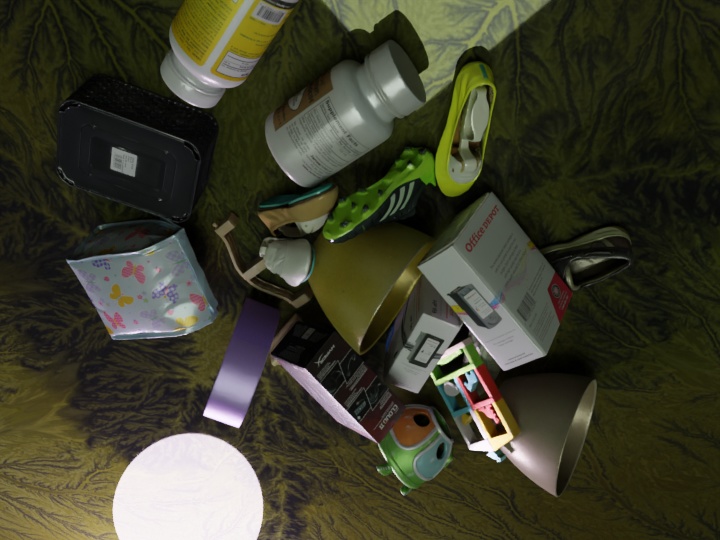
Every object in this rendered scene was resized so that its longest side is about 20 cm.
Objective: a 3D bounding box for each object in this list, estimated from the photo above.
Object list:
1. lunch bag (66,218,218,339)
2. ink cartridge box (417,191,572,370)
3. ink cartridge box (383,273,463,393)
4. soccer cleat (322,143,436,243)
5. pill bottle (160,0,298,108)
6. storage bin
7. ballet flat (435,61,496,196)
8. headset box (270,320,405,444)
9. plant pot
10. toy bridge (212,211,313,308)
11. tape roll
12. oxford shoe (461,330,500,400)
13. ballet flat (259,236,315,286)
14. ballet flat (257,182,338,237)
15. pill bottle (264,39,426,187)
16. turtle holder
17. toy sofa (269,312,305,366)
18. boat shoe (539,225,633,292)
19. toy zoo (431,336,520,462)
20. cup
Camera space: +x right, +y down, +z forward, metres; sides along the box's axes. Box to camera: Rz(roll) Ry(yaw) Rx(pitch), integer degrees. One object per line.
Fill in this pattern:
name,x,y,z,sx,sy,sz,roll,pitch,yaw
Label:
lunch bag,-0.333,0.012,1.084,0.196,0.128,0.172,-4,125,24
ink cartridge box,0.195,0.014,0.958,0.201,0.148,0.085,48,138,-6
ink cartridge box,0.105,0.082,1.076,0.067,0.117,0.202,20,126,-9
soccer cleat,0.034,-0.091,0.931,0.199,0.067,0.082,-41,133,-18
pill bottle,-0.164,-0.303,0.829,0.112,0.113,0.200,34,124,-18
storage bin,-0.316,-0.173,0.962,0.196,0.095,0.137,18,128,-7
ballet flat,0.143,-0.174,0.904,0.065,0.068,0.203,-4,128,-13
headset box,-0.031,0.180,1.071,0.201,0.077,0.148,50,161,-22
plant pot,0.000,0.000,1.002,0.141,0.200,0.202,34,128,12
toy bridge,-0.167,-0.009,1.103,0.067,0.027,0.200,-31,116,29
tape roll,-0.195,0.151,1.117,0.065,0.202,0.202,21,127,-9
oxford shoe,0.203,0.152,1.156,0.058,0.074,0.202,42,147,32
ballet flat,-0.115,-0.020,0.992,0.068,0.200,0.071,-2,97,-14
ballet flat,-0.081,-0.082,0.965,0.199,0.068,0.064,0,116,58
pill bottle,-0.019,-0.205,0.880,0.198,0.115,0.115,-28,119,26
turtle holder,0.109,0.331,1.249,0.131,0.141,0.187,-34,108,10
toy sofa,-0.066,0.167,1.197,0.199,0.098,0.083,40,98,-21
boat shoe,0.311,0.000,1.016,0.198,0.065,0.073,-30,119,28
toy zoo,0.190,0.223,1.129,0.203,0.020,0.131,62,148,9
cup,0.301,0.258,1.151,0.141,0.200,0.203,17,133,29
